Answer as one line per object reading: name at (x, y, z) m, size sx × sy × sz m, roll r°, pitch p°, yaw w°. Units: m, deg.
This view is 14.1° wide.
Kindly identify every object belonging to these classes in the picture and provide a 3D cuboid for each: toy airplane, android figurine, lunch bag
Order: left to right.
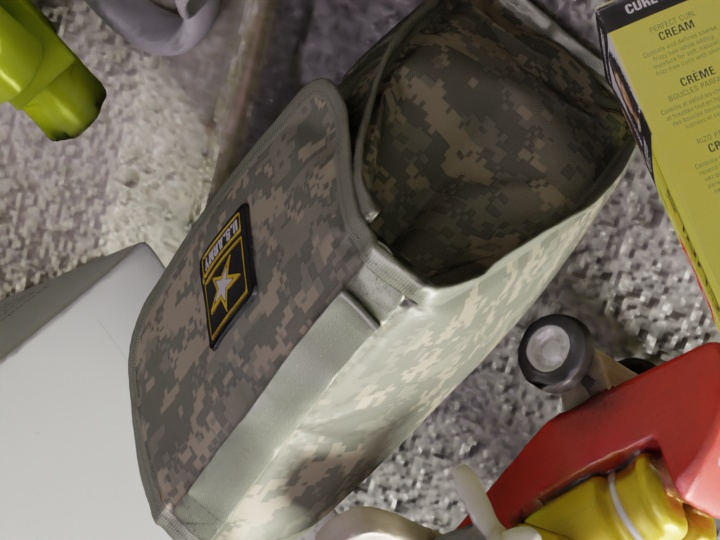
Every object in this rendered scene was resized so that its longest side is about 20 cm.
android figurine at (-0.178, -0.132, 1.112) m, size 0.041 × 0.182 × 0.200 m, roll -43°, pitch 130°, yaw 1°
lunch bag at (0.000, 0.000, 1.078) m, size 0.117 × 0.200 × 0.164 m, roll 39°, pitch 126°, yaw 0°
toy airplane at (0.070, 0.133, 1.117) m, size 0.141 × 0.199 × 0.200 m, roll 49°, pitch 147°, yaw 38°

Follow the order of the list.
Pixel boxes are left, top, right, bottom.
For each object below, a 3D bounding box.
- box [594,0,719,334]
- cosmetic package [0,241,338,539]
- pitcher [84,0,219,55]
box at (0.143, -0.004, 1.024) m, size 0.050 × 0.075 × 0.201 m, roll -22°, pitch 71°, yaw 0°
cosmetic package at (-0.141, 0.115, 1.189) m, size 0.165 × 0.165 × 0.200 m, roll 55°, pitch 147°, yaw -11°
pitcher at (-0.116, -0.173, 1.100) m, size 0.200 × 0.121 × 0.172 m, roll 38°, pitch 146°, yaw -5°
